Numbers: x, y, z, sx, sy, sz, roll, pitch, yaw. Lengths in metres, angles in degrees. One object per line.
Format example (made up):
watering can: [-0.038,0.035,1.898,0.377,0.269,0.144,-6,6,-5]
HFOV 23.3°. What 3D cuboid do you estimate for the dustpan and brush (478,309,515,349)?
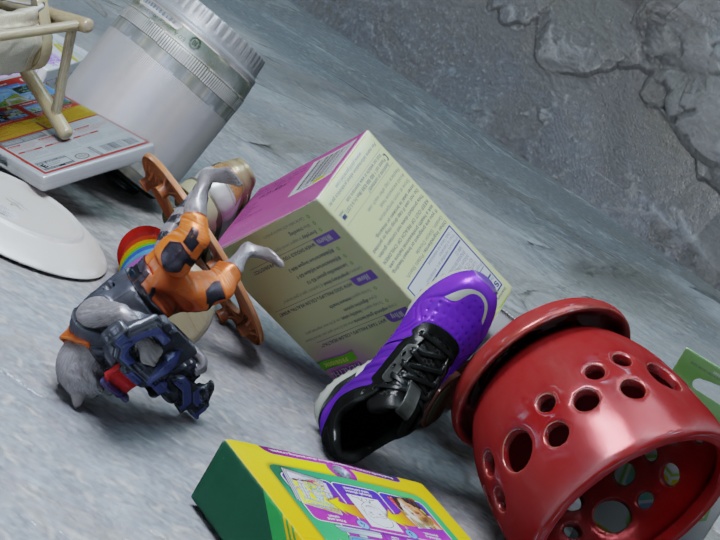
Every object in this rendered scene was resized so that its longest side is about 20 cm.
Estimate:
dustpan and brush: [0.157,0.082,1.668,0.200,0.057,0.140,51,-10,3]

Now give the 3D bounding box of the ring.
ring: [-0.147,-0.016,1.574,0.201,0.019,0.201,54,-13,18]

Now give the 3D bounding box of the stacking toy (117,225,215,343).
stacking toy: [-0.183,0.003,1.533,0.085,0.086,0.200,25,9,-19]

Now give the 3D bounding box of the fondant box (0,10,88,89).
fondant box: [-0.408,-0.254,2.034,0.144,0.058,0.200,30,14,0]

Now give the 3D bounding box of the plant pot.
plant pot: [0.182,0.139,1.466,0.200,0.201,0.183,15,31,-48]

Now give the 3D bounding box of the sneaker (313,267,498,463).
sneaker: [0.043,0.089,1.443,0.069,0.200,0.100,40,14,-14]

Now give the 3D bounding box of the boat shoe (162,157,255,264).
boat shoe: [-0.141,-0.053,1.671,0.075,0.068,0.200,54,-17,1]

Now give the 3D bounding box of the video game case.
video game case: [-0.321,-0.139,1.714,0.199,0.018,0.143,29,34,32]

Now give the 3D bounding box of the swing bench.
swing bench: [-0.394,-0.213,1.637,0.198,0.130,0.200,-16,44,-43]

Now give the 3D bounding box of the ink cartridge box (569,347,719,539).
ink cartridge box: [0.282,0.184,1.570,0.104,0.201,0.059,32,22,10]

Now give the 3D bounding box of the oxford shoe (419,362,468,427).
oxford shoe: [0.071,0.097,1.736,0.074,0.071,0.200,30,13,13]

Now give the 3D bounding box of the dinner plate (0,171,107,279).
dinner plate: [-0.314,-0.053,1.570,0.199,0.024,0.200,28,14,-8]

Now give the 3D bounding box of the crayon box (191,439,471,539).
crayon box: [0.005,0.204,1.222,0.199,0.058,0.173,18,19,-39]

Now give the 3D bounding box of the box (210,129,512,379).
box: [0.000,0.000,1.562,0.200,0.176,0.097,47,53,-15]

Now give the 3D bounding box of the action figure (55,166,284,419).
action figure: [-0.150,0.031,1.312,0.105,0.193,0.200,41,-15,22]

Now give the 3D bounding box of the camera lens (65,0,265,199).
camera lens: [-0.218,-0.189,1.849,0.160,0.200,0.160,39,0,0]
